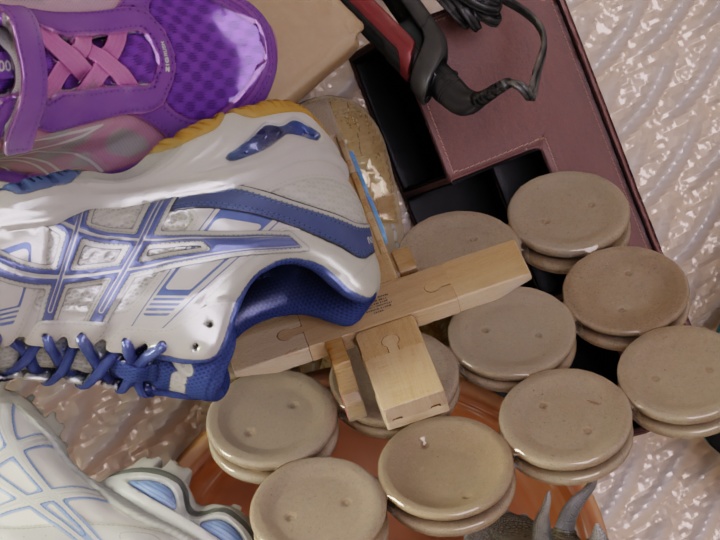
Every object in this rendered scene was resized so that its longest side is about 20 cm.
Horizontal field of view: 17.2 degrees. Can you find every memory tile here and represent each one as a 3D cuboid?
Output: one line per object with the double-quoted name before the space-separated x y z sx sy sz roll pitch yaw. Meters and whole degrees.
"memory tile" 0.035 0.036 0.906 0.200 0.153 0.017 -19 134 -14

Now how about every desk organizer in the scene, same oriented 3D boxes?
"desk organizer" 0.072 -0.019 1.013 0.077 0.072 0.200 -22 92 -17

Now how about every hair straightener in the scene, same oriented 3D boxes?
"hair straightener" 0.013 -0.134 0.969 0.077 0.041 0.200 -33 58 -19

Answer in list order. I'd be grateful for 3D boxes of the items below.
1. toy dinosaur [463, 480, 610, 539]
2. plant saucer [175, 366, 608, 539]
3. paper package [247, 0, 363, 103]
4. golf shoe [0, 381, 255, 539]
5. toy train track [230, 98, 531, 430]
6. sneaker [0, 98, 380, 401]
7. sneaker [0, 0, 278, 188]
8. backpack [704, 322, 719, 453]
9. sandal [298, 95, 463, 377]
"toy dinosaur" 0.028 0.157 0.928 0.200 0.077 0.102 -27 92 16
"plant saucer" 0.002 0.131 0.964 0.200 0.037 0.201 -2 105 -8
"paper package" -0.136 -0.097 0.933 0.200 0.103 0.191 -41 97 -17
"golf shoe" -0.138 0.098 0.882 0.200 0.078 0.097 20 40 18
"toy train track" 0.000 0.000 0.918 0.114 0.200 0.033 -18 128 -2
"sneaker" -0.085 0.011 0.832 0.200 0.075 0.088 -24 72 -15
"sneaker" -0.119 -0.067 0.836 0.200 0.088 0.081 -7 85 -20
"backpack" 0.259 0.013 1.031 0.176 0.153 0.200 29 65 -19
"sandal" 0.014 0.028 0.989 0.077 0.070 0.212 -18 91 -19
